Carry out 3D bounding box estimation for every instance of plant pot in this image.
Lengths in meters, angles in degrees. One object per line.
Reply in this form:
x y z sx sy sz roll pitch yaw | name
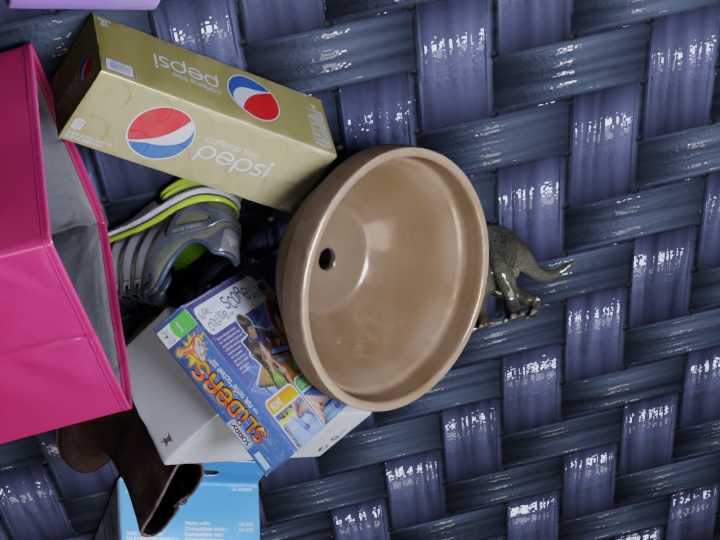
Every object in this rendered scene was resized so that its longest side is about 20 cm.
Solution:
0.000 0.000 1.218 0.200 0.092 0.203 -14 110 -42 | plant pot

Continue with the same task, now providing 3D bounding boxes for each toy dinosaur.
0.098 0.000 1.325 0.199 0.103 0.077 -19 170 -18 | toy dinosaur

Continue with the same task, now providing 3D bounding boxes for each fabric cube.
-0.288 -0.003 1.109 0.198 0.197 0.201 -16 140 -1 | fabric cube

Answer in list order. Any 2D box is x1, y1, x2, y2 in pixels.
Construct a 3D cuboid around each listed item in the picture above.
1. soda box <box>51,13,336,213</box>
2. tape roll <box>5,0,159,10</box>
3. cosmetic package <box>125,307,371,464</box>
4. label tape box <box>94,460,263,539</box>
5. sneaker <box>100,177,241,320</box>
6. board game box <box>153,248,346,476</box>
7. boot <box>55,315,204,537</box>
-0.118 -0.110 1.148 0.199 0.064 0.068 18 129 -33 | soda box
-0.157 -0.246 0.880 0.084 0.201 0.201 -2 137 -16 | tape roll
-0.091 0.093 1.277 0.071 0.102 0.199 -41 155 27 | cosmetic package
-0.178 0.265 1.542 0.142 0.066 0.201 5 136 -23 | label tape box
-0.171 0.005 1.244 0.200 0.081 0.074 -37 135 22 | sneaker
-0.064 0.062 1.225 0.034 0.136 0.200 -39 178 25 | board game box
-0.198 0.154 1.335 0.072 0.167 0.200 14 131 -30 | boot
